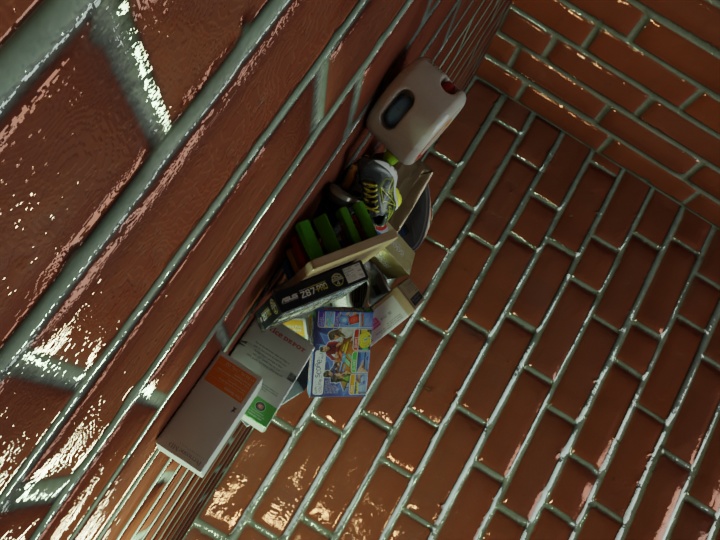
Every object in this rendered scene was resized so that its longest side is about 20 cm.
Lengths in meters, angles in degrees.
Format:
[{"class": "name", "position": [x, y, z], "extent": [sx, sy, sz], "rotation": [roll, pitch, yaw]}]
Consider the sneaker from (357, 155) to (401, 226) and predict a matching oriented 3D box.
[{"class": "sneaker", "position": [0.037, -0.158, 1.408], "extent": [0.086, 0.074, 0.200], "rotation": [-66, 153, -18]}]

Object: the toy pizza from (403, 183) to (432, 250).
[{"class": "toy pizza", "position": [0.141, -0.149, 1.732], "extent": [0.200, 0.031, 0.204], "rotation": [-177, -90, -71]}]

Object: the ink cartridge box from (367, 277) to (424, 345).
[{"class": "ink cartridge box", "position": [0.048, 0.112, 1.627], "extent": [0.199, 0.075, 0.165], "rotation": [-39, 178, 15]}]

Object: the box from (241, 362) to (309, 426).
[{"class": "box", "position": [-0.212, 0.265, 1.713], "extent": [0.199, 0.105, 0.182], "rotation": [-35, -174, 23]}]

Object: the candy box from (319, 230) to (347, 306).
[{"class": "candy box", "position": [-0.045, 0.000, 1.672], "extent": [0.201, 0.060, 0.138], "rotation": [70, 27, -45]}]

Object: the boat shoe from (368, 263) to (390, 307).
[{"class": "boat shoe", "position": [0.042, 0.040, 1.723], "extent": [0.064, 0.070, 0.201], "rotation": [-100, 173, -45]}]

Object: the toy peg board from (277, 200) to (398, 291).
[{"class": "toy peg board", "position": [-0.063, -0.047, 1.357], "extent": [0.198, 0.099, 0.199], "rotation": [-21, 172, -30]}]

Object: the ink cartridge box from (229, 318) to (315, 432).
[{"class": "ink cartridge box", "position": [-0.207, 0.213, 1.445], "extent": [0.201, 0.145, 0.084], "rotation": [-57, 179, -23]}]

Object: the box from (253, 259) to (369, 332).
[{"class": "box", "position": [-0.099, 0.052, 1.358], "extent": [0.198, 0.050, 0.161], "rotation": [-22, 171, -27]}]

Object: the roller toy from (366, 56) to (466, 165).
[{"class": "roller toy", "position": [0.105, -0.318, 1.345], "extent": [0.200, 0.140, 0.182], "rotation": [-47, 180, -18]}]

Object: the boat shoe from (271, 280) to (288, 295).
[{"class": "boat shoe", "position": [-0.110, 0.023, 1.504], "extent": [0.199, 0.073, 0.066], "rotation": [-17, 135, -45]}]

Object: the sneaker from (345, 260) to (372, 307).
[{"class": "sneaker", "position": [0.000, 0.000, 1.576], "extent": [0.071, 0.072, 0.203], "rotation": [-143, -130, -73]}]

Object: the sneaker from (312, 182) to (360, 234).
[{"class": "sneaker", "position": [-0.053, -0.113, 1.418], "extent": [0.107, 0.074, 0.200], "rotation": [-58, 178, 1]}]

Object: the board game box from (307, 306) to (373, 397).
[{"class": "board game box", "position": [-0.046, 0.182, 1.528], "extent": [0.034, 0.133, 0.203], "rotation": [-134, -132, -71]}]

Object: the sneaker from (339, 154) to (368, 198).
[{"class": "sneaker", "position": [0.011, -0.204, 1.559], "extent": [0.079, 0.077, 0.200], "rotation": [-61, 178, 25]}]

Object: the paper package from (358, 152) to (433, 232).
[{"class": "paper package", "position": [0.061, -0.190, 1.669], "extent": [0.192, 0.103, 0.200], "rotation": [-58, -161, -5]}]

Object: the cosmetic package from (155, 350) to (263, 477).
[{"class": "cosmetic package", "position": [-0.275, 0.262, 1.260], "extent": [0.201, 0.101, 0.071], "rotation": [-58, 177, -26]}]

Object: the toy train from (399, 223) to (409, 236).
[{"class": "toy train", "position": [0.052, -0.071, 1.671], "extent": [0.199, 0.034, 0.046], "rotation": [-31, -174, -36]}]

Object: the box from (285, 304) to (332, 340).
[{"class": "box", "position": [-0.140, 0.116, 1.649], "extent": [0.200, 0.111, 0.103], "rotation": [-54, 140, -63]}]

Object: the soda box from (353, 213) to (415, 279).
[{"class": "soda box", "position": [0.043, -0.066, 1.549], "extent": [0.063, 0.200, 0.068], "rotation": [-12, -133, 37]}]
